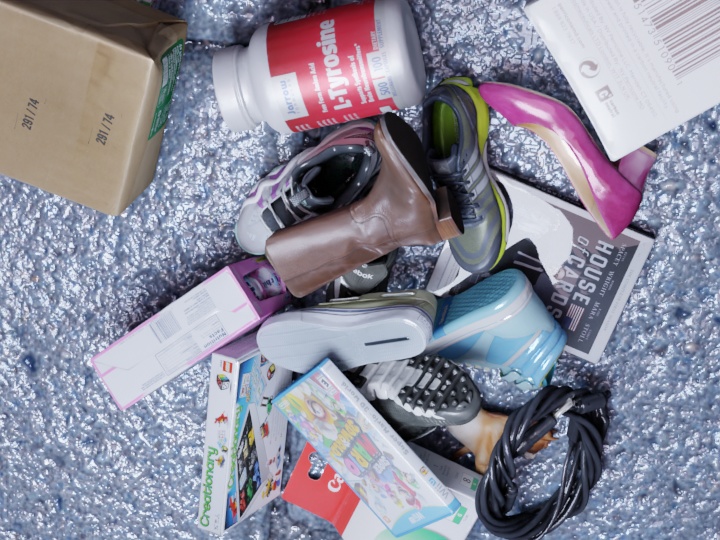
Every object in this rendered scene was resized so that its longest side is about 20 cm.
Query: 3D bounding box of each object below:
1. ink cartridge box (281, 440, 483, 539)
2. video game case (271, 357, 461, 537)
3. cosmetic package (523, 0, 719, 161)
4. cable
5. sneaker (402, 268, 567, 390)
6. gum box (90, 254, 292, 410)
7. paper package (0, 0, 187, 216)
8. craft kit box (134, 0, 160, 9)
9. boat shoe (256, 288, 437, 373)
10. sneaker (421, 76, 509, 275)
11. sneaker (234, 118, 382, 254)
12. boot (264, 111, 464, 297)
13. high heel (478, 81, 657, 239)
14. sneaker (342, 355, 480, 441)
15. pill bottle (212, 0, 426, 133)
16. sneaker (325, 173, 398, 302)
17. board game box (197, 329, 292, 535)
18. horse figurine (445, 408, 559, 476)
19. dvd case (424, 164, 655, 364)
[{"bbox_3d":[0.021,0.252,1.634,0.199,0.050,0.162,24,125,-1],"label":"ink cartridge box"},{"bbox_3d":[0.003,0.186,1.546,0.200,0.018,0.143,47,149,-2],"label":"video game case"},{"bbox_3d":[0.263,-0.229,1.393,0.164,0.200,0.165,-29,100,15],"label":"cosmetic package"},{"bbox_3d":[0.189,0.212,1.568,0.051,0.162,0.201,39,123,37],"label":"cable"},{"bbox_3d":[0.127,0.087,1.561,0.131,0.080,0.199,45,136,-20],"label":"sneaker"},{"bbox_3d":[-0.174,0.060,1.590,0.199,0.113,0.066,-33,89,16],"label":"gum box"},{"bbox_3d":[-0.291,-0.181,1.526,0.189,0.104,0.201,21,124,2],"label":"paper package"},{"bbox_3d":[-0.278,-0.364,1.526,0.199,0.049,0.199,24,106,2],"label":"craft kit box"},{"bbox_3d":[-0.011,0.061,1.528,0.199,0.062,0.072,-5,121,27],"label":"boat shoe"},{"bbox_3d":[0.095,-0.093,1.503,0.073,0.081,0.202,-12,92,29],"label":"sneaker"},{"bbox_3d":[-0.062,-0.076,1.522,0.200,0.140,0.078,-41,96,17],"label":"sneaker"},{"bbox_3d":[-0.021,-0.055,1.435,0.199,0.065,0.187,-18,138,16],"label":"boot"},{"bbox_3d":[0.195,-0.113,1.504,0.199,0.067,0.096,26,89,-12],"label":"high heel"},{"bbox_3d":[0.059,0.133,1.517,0.199,0.067,0.091,7,141,49],"label":"sneaker"},{"bbox_3d":[-0.041,-0.200,1.498,0.198,0.112,0.113,-12,104,12],"label":"pill bottle"},{"bbox_3d":[0.000,0.000,1.561,0.066,0.091,0.201,19,108,4],"label":"sneaker"},{"bbox_3d":[-0.121,0.168,1.610,0.034,0.126,0.202,15,109,24],"label":"board game box"},{"bbox_3d":[0.097,0.167,1.617,0.200,0.050,0.133,39,116,-6],"label":"horse figurine"},{"bbox_3d":[0.186,-0.008,1.564,0.199,0.025,0.151,23,109,3],"label":"dvd case"}]
